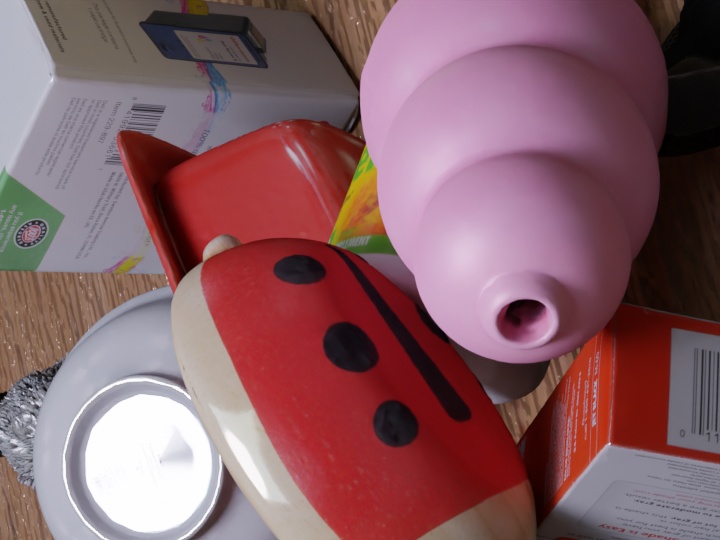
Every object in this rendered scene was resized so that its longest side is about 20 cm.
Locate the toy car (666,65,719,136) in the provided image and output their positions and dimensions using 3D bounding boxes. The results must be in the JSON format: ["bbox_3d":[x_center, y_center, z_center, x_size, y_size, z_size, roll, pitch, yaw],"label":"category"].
[{"bbox_3d":[0.188,-0.050,0.804,0.200,0.158,0.165,-22,93,56],"label":"toy car"}]

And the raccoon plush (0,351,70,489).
[{"bbox_3d":[-0.183,0.108,1.264,0.134,0.200,0.097,-170,63,-77],"label":"raccoon plush"}]

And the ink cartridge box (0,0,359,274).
[{"bbox_3d":[-0.121,-0.075,1.176,0.145,0.200,0.088,-59,44,35],"label":"ink cartridge box"}]

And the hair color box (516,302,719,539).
[{"bbox_3d":[0.127,0.086,0.859,0.200,0.111,0.064,113,166,-63],"label":"hair color box"}]

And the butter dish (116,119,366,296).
[{"bbox_3d":[0.000,0.000,1.064,0.148,0.199,0.200,-34,61,20],"label":"butter dish"}]

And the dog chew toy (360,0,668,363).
[{"bbox_3d":[0.061,-0.040,0.803,0.200,0.124,0.125,-88,23,-55],"label":"dog chew toy"}]

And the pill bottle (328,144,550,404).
[{"bbox_3d":[0.058,-0.049,0.965,0.111,0.111,0.200,-18,45,51],"label":"pill bottle"}]

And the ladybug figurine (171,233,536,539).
[{"bbox_3d":[0.003,0.060,0.841,0.072,0.136,0.200,-44,78,26],"label":"ladybug figurine"}]

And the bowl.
[{"bbox_3d":[-0.104,0.104,1.162,0.201,0.090,0.202,-1,87,17],"label":"bowl"}]

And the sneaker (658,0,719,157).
[{"bbox_3d":[0.176,-0.136,0.897,0.199,0.076,0.114,-46,53,38],"label":"sneaker"}]
